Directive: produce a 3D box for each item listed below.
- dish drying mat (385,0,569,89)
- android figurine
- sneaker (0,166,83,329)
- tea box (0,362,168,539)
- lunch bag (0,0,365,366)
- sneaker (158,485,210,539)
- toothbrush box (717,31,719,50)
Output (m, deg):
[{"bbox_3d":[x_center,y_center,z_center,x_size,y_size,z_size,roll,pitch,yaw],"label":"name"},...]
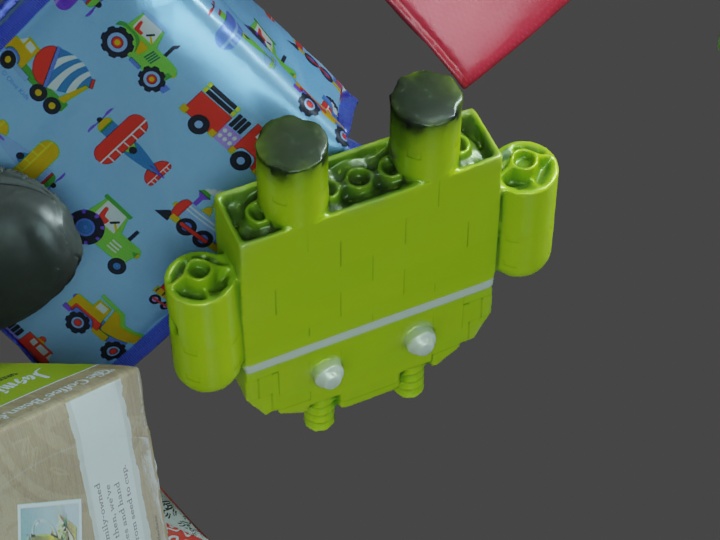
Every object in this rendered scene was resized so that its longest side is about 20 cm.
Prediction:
[{"bbox_3d":[0.097,-0.176,1.235,0.200,0.018,0.077,-42,103,3],"label":"dish drying mat"},{"bbox_3d":[0.000,0.000,1.193,0.182,0.041,0.200,-19,144,-16],"label":"android figurine"},{"bbox_3d":[-0.212,0.016,1.173,0.200,0.091,0.076,-17,110,20],"label":"sneaker"},{"bbox_3d":[-0.189,0.151,1.162,0.196,0.134,0.200,1,105,36],"label":"tea box"},{"bbox_3d":[-0.121,-0.045,1.208,0.151,0.094,0.200,43,103,-14],"label":"lunch bag"},{"bbox_3d":[-0.098,0.140,1.226,0.201,0.108,0.067,36,95,-11],"label":"sneaker"},{"bbox_3d":[0.256,-0.178,1.209,0.145,0.086,0.200,8,98,-16],"label":"toothbrush box"}]
